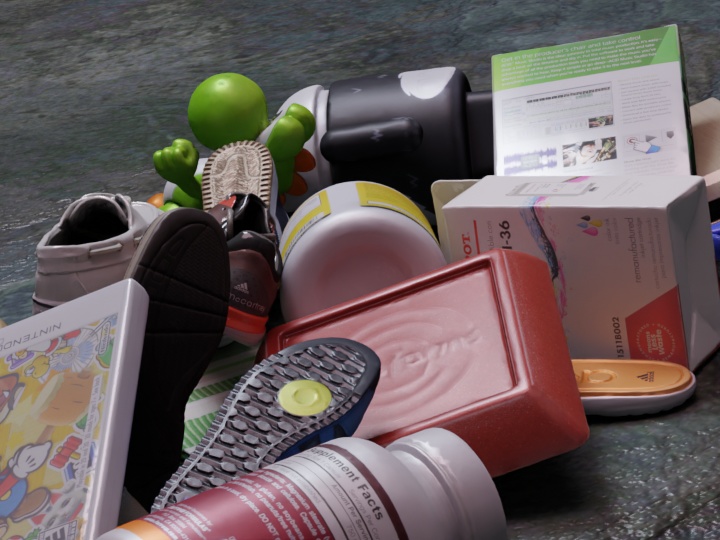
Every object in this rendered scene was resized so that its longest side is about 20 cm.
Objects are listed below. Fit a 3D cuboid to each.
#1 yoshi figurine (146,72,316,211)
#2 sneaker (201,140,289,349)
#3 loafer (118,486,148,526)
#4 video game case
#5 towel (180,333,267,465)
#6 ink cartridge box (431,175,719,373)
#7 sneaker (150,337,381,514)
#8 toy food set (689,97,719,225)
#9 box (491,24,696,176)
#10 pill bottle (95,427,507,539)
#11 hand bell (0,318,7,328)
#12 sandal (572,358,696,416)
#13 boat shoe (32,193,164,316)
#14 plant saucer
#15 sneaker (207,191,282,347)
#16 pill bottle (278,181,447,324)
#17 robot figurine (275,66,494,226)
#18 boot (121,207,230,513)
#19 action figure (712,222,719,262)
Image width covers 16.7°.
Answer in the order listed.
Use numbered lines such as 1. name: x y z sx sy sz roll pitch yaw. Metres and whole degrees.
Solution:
1. yoshi figurine: -0.118 -0.083 1.870 0.112 0.113 0.200 19 -41 -35
2. sneaker: -0.083 0.009 1.754 0.070 0.109 0.200 -4 41 11
3. loafer: -0.198 0.152 1.393 0.200 0.068 0.076 -4 19 18
4. video game case: -0.207 0.108 1.370 0.182 0.023 0.200 -21 41 23
5. towel: -0.079 0.088 1.597 0.152 0.023 0.200 -18 18 -25
6. ink cartridge box: 0.127 0.002 1.594 0.200 0.117 0.067 1 20 32
7. sneaker: -0.053 0.116 1.363 0.066 0.079 0.200 19 46 23
8. toy food set: 0.231 -0.061 1.839 0.143 0.060 0.200 -23 18 -3
9. box: 0.169 -0.093 1.786 0.144 0.036 0.200 -8 45 11
10. pill bottle: -0.030 0.152 1.238 0.200 0.113 0.113 -20 21 -29
11. hand bell: -0.202 0.049 1.637 0.200 0.104 0.104 -14 19 -8
12. sandal: 0.104 0.053 1.526 0.206 0.059 0.079 -3 18 7
13. boat shoe: -0.173 -0.020 1.645 0.072 0.066 0.200 3 19 17
14. plant saucer: 0.025 0.065 1.460 0.199 0.037 0.200 -20 30 8
15. sneaker: -0.078 -0.011 1.585 0.077 0.082 0.200 24 8 -15
16. pill bottle: 0.000 0.000 1.656 0.112 0.112 0.200 -10 10 0
17. robot figurine: 0.027 -0.090 1.913 0.200 0.150 0.125 -6 44 9
18. boot: -0.154 0.055 1.498 0.073 0.200 0.151 12 -1 -32
19. action figure: 0.273 -0.021 1.694 0.200 0.052 0.065 -13 23 -23
